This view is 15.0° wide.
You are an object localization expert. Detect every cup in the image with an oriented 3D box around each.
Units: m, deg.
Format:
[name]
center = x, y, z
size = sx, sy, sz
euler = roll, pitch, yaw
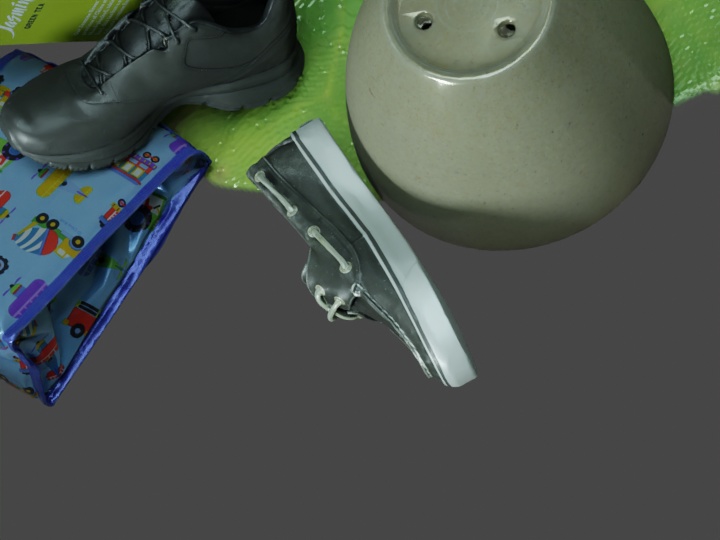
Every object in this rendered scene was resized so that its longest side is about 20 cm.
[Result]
[cup]
center = 0.075, -0.129, 1.601
size = 0.200, 0.143, 0.201
euler = -5, 70, 12

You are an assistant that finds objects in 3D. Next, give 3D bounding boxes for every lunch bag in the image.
[lunch bag]
center = -0.200, -0.045, 1.674
size = 0.150, 0.094, 0.200
euler = 28, 70, 23

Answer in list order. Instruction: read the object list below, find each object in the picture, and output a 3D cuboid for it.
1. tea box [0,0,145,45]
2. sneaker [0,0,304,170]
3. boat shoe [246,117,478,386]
[tea box]
center = -0.178, -0.256, 1.663
size = 0.196, 0.134, 0.200
euler = -4, 62, -33
[sneaker]
center = -0.127, -0.129, 1.647
size = 0.200, 0.091, 0.076
euler = -25, 57, -21
[boat shoe]
center = 0.000, 0.000, 1.617
size = 0.064, 0.071, 0.200
euler = -34, 59, -1
